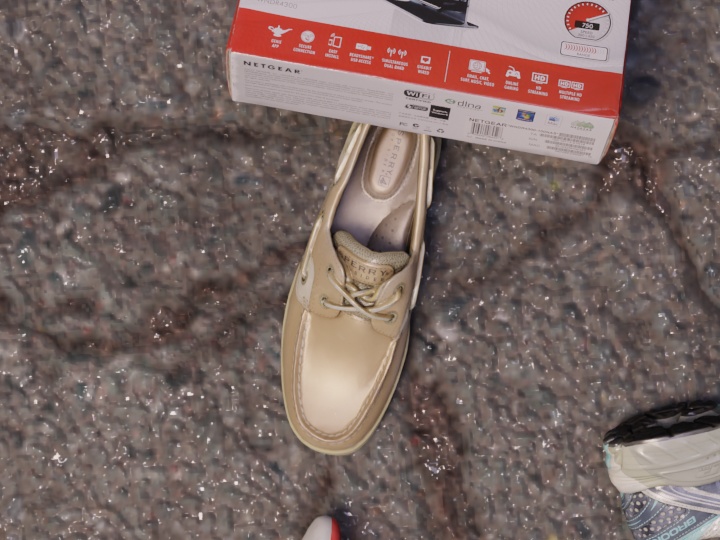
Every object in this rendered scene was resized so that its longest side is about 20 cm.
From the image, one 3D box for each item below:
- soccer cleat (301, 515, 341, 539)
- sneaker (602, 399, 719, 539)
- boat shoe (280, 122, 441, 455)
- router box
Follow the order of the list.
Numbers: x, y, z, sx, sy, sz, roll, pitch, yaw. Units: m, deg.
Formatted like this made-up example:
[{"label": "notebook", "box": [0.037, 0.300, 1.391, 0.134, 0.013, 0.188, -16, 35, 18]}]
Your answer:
[{"label": "soccer cleat", "box": [-0.058, 0.226, 0.837, 0.084, 0.069, 0.203, 15, 93, -2]}, {"label": "sneaker", "box": [0.233, 0.107, 0.836, 0.197, 0.078, 0.088, -11, 100, 9]}, {"label": "boat shoe", "box": [0.000, 0.000, 0.841, 0.071, 0.065, 0.203, 15, 89, 2]}, {"label": "router box", "box": [0.043, -0.160, 0.820, 0.197, 0.049, 0.182, 9, 66, 2]}]
